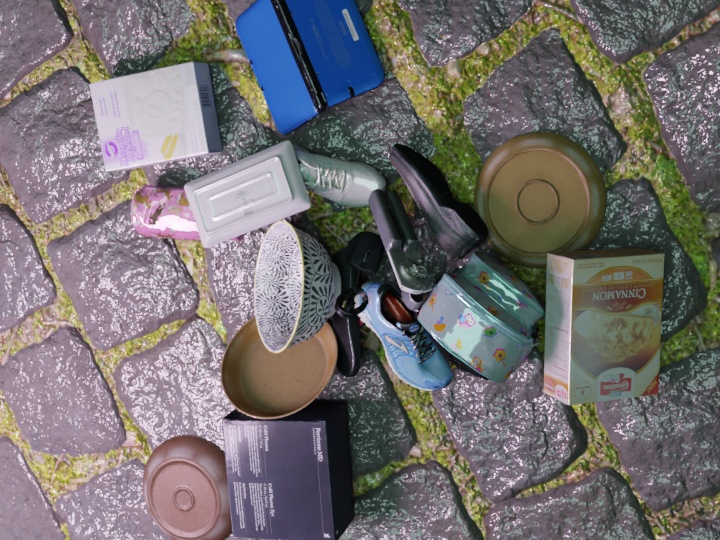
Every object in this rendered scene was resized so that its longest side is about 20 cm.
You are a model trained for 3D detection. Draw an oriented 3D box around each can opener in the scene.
[{"bbox_3d":[0.053,-0.031,1.445,0.052,0.202,0.067,2,135,-23],"label":"can opener"}]

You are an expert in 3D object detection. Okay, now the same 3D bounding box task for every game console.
[{"bbox_3d":[-0.080,-0.342,1.526,0.168,0.118,0.203,-24,92,-11],"label":"game console"}]

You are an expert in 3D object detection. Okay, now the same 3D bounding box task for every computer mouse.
[{"bbox_3d":[0.000,0.000,1.465,0.058,0.201,0.034,26,127,-8],"label":"computer mouse"}]

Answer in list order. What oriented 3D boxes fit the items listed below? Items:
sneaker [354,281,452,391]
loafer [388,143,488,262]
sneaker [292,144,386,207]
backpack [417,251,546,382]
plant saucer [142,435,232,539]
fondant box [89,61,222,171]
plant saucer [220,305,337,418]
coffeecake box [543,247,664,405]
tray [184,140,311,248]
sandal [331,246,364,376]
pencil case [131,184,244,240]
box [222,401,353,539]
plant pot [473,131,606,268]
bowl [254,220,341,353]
[{"bbox_3d":[0.071,0.101,1.488,0.078,0.090,0.201,-43,98,-22],"label":"sneaker"},{"bbox_3d":[0.102,-0.102,1.475,0.072,0.072,0.201,-46,73,30],"label":"loafer"},{"bbox_3d":[-0.057,-0.142,1.519,0.197,0.080,0.072,16,102,14],"label":"sneaker"},{"bbox_3d":[0.175,0.068,1.411,0.175,0.200,0.154,40,108,9],"label":"backpack"},{"bbox_3d":[-0.300,0.391,1.708,0.196,0.037,0.205,3,101,17],"label":"plant saucer"},{"bbox_3d":[-0.333,-0.249,1.604,0.196,0.058,0.147,-7,97,20],"label":"fondant box"},{"bbox_3d":[-0.126,0.151,1.564,0.196,0.036,0.203,-9,54,13],"label":"plant saucer"},{"bbox_3d":[0.342,0.076,1.385,0.151,0.073,0.204,-4,100,-20],"label":"coffeecake box"},{"bbox_3d":[-0.179,-0.115,1.509,0.197,0.022,0.109,-20,90,20],"label":"tray"},{"bbox_3d":[-0.015,0.064,1.550,0.075,0.044,0.205,4,98,60],"label":"sandal"},{"bbox_3d":[-0.277,-0.095,1.598,0.196,0.083,0.088,1,66,19],"label":"pencil case"},{"bbox_3d":[-0.114,0.323,1.590,0.178,0.104,0.204,-1,100,19],"label":"box"},{"bbox_3d":[0.261,-0.101,1.447,0.196,0.027,0.205,3,100,17],"label":"plant pot"},{"bbox_3d":[-0.089,0.028,1.531,0.093,0.200,0.205,4,104,-27],"label":"bowl"}]
